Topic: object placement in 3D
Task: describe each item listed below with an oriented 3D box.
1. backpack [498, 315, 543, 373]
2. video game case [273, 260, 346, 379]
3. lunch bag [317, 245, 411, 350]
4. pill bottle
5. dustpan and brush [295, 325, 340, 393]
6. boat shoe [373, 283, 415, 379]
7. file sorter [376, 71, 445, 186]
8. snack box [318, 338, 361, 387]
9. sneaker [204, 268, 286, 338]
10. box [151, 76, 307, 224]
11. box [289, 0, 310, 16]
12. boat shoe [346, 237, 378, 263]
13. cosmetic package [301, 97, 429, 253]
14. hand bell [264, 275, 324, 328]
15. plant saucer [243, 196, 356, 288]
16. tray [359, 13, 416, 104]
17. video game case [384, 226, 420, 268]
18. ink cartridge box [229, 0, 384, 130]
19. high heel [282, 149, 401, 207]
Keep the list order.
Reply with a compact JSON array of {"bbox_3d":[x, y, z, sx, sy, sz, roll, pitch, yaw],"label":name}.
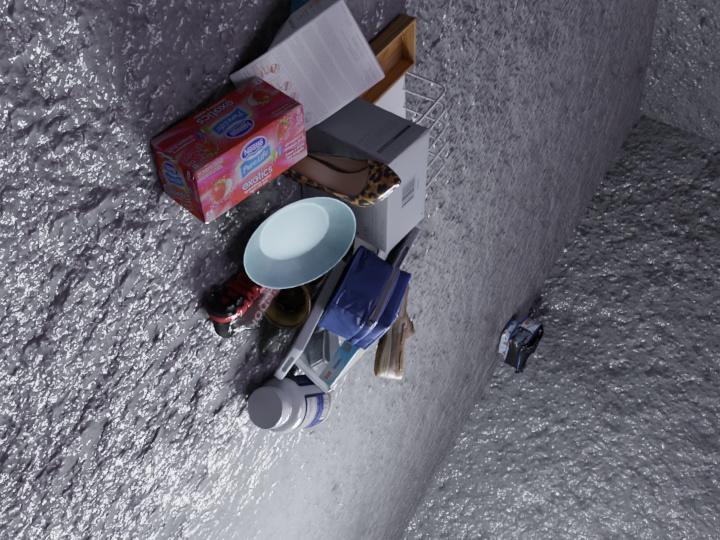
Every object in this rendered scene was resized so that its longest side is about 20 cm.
[{"bbox_3d":[0.661,0.287,3.346,0.190,0.153,0.202,-39,154,-29],"label":"backpack"},{"bbox_3d":[-0.098,0.096,1.568,0.202,0.023,0.182,-63,-175,-29],"label":"video game case"},{"bbox_3d":[0.010,0.062,1.532,0.137,0.131,0.200,-62,-176,-24],"label":"lunch bag"},{"bbox_3d":[-0.145,0.273,1.671,0.199,0.110,0.113,10,105,-66],"label":"pill bottle"},{"bbox_3d":[-0.075,0.136,1.722,0.140,0.056,0.202,49,32,-40],"label":"dustpan and brush"},{"bbox_3d":[0.076,0.117,1.643,0.071,0.063,0.204,-135,-124,-80],"label":"boat shoe"},{"bbox_3d":[0.091,-0.270,1.606,0.139,0.123,0.202,-50,153,-29],"label":"file sorter"},{"bbox_3d":[-0.005,0.151,1.691,0.117,0.037,0.200,-55,172,29],"label":"snack box"},{"bbox_3d":[-0.186,0.046,1.405,0.200,0.070,0.099,-41,147,-39],"label":"sneaker"},{"bbox_3d":[-0.178,-0.170,1.136,0.199,0.099,0.096,-39,148,-29],"label":"box"},{"bbox_3d":[-0.079,-0.331,1.275,0.082,0.049,0.203,-28,138,-52],"label":"box"},{"bbox_3d":[0.000,0.000,1.749,0.062,0.072,0.203,-62,167,-76],"label":"boat shoe"},{"bbox_3d":[0.003,-0.174,1.419,0.123,0.198,0.201,-42,149,-32],"label":"cosmetic package"},{"bbox_3d":[-0.108,0.028,1.564,0.200,0.103,0.106,-42,151,-66],"label":"hand bell"},{"bbox_3d":[-0.103,-0.054,1.336,0.198,0.039,0.203,-21,144,-16],"label":"plant saucer"},{"bbox_3d":[0.036,-0.374,1.495,0.201,0.037,0.099,-50,153,-32],"label":"tray"},{"bbox_3d":[0.057,0.008,1.764,0.184,0.022,0.200,-61,-176,-16],"label":"video game case"},{"bbox_3d":[-0.080,-0.300,1.224,0.198,0.051,0.163,-31,138,6],"label":"ink cartridge box"},{"bbox_3d":[-0.041,-0.153,1.259,0.141,0.198,0.073,21,82,-40],"label":"high heel"}]
